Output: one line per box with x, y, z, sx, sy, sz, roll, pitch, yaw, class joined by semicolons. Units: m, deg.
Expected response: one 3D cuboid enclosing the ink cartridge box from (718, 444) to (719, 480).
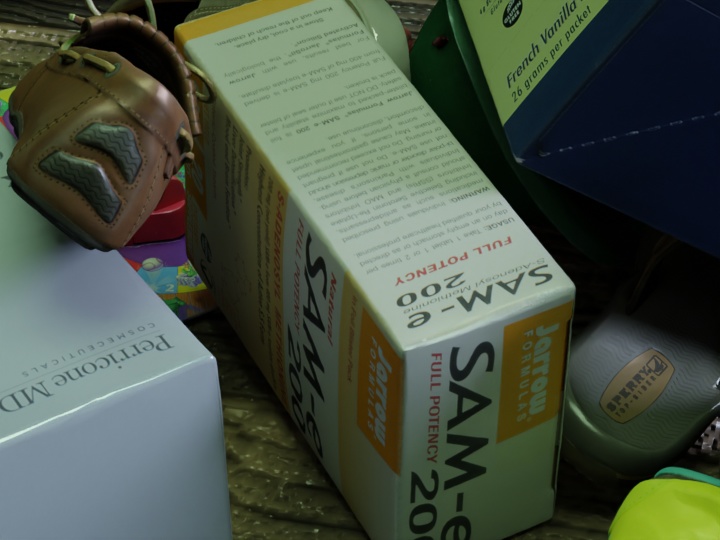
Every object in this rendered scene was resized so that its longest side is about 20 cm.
0.229;0.050;0.897;0.199;0.165;0.075;17;44;24;ink cartridge box

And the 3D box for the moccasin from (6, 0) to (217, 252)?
-0.090;-0.063;0.951;0.074;0.078;0.201;40;5;-5;moccasin

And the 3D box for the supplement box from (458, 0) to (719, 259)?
0.151;-0.116;1.009;0.200;0.134;0.200;24;33;-31;supplement box

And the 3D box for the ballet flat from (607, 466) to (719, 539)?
0.174;0.122;0.894;0.199;0.067;0.067;12;47;28;ballet flat

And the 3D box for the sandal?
0.134;0.009;1.023;0.082;0.055;0.200;38;46;12;sandal

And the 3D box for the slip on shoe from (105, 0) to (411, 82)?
-0.048;-0.096;1.127;0.060;0.076;0.200;-11;23;-29;slip on shoe

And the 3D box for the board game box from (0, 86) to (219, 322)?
-0.119;-0.048;1.141;0.200;0.039;0.158;25;46;29;board game box

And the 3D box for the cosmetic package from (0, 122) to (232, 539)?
-0.181;0.058;0.945;0.199;0.123;0.200;-23;44;-24;cosmetic package

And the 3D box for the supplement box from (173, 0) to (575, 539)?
0.000;0.000;0.990;0.073;0.126;0.200;-19;46;-19;supplement box

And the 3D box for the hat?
0.021;-0.054;1.135;0.176;0.166;0.200;-24;11;27;hat
